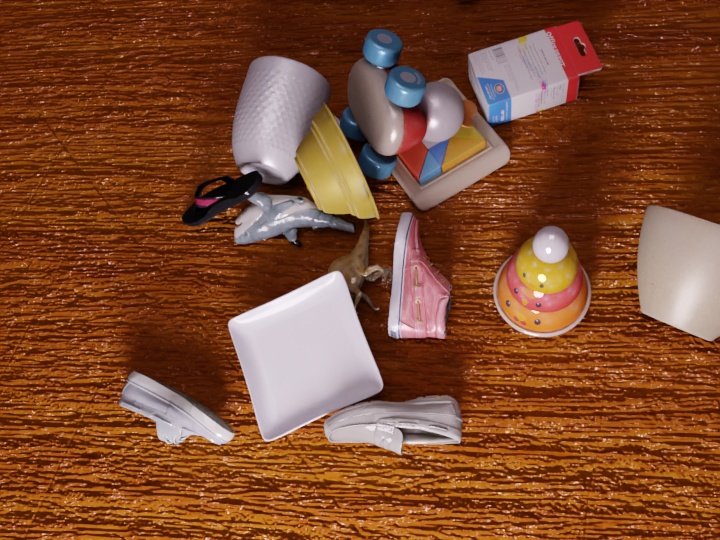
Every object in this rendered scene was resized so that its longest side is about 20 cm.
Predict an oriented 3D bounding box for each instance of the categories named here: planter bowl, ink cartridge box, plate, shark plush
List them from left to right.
[{"bbox_3d":[-0.108,-0.078,1.371,0.197,0.091,0.084,5,89,-5],"label":"shark plush"},{"bbox_3d":[-0.082,0.128,1.245,0.198,0.032,0.201,-25,68,8],"label":"plate"},{"bbox_3d":[-0.049,-0.153,1.302,0.083,0.201,0.202,-27,63,-1],"label":"planter bowl"},{"bbox_3d":[0.293,-0.334,1.403,0.198,0.067,0.117,-17,63,1],"label":"ink cartridge box"}]

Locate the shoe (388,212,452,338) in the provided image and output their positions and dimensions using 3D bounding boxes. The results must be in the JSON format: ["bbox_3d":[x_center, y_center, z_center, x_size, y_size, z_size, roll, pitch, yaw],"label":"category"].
[{"bbox_3d":[0.097,0.008,1.273,0.090,0.072,0.203,3,70,9],"label":"shoe"}]

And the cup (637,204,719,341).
[{"bbox_3d":[0.468,0.012,1.153,0.199,0.200,0.145,24,95,20],"label":"cup"}]

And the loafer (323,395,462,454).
[{"bbox_3d":[0.046,0.224,1.174,0.197,0.070,0.070,-9,55,5],"label":"loafer"}]

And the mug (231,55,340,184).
[{"bbox_3d":[-0.117,-0.234,1.396,0.198,0.148,0.177,19,74,-14],"label":"mug"}]

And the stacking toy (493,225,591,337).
[{"bbox_3d":[0.260,-0.006,1.175,0.144,0.200,0.148,-4,63,8],"label":"stacking toy"}]

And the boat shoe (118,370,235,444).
[{"bbox_3d":[-0.278,0.221,1.239,0.199,0.070,0.072,24,81,23],"label":"boat shoe"}]

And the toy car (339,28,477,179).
[{"bbox_3d":[0.092,-0.269,1.343,0.198,0.185,0.178,-7,53,-26],"label":"toy car"}]

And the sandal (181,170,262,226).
[{"bbox_3d":[-0.235,-0.127,1.354,0.199,0.045,0.076,-19,42,44],"label":"sandal"}]

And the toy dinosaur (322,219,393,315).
[{"bbox_3d":[0.000,0.000,1.298,0.100,0.058,0.202,16,68,18],"label":"toy dinosaur"}]

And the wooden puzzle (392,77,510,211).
[{"bbox_3d":[0.125,-0.220,1.394,0.184,0.037,0.201,-30,63,-6],"label":"wooden puzzle"}]
